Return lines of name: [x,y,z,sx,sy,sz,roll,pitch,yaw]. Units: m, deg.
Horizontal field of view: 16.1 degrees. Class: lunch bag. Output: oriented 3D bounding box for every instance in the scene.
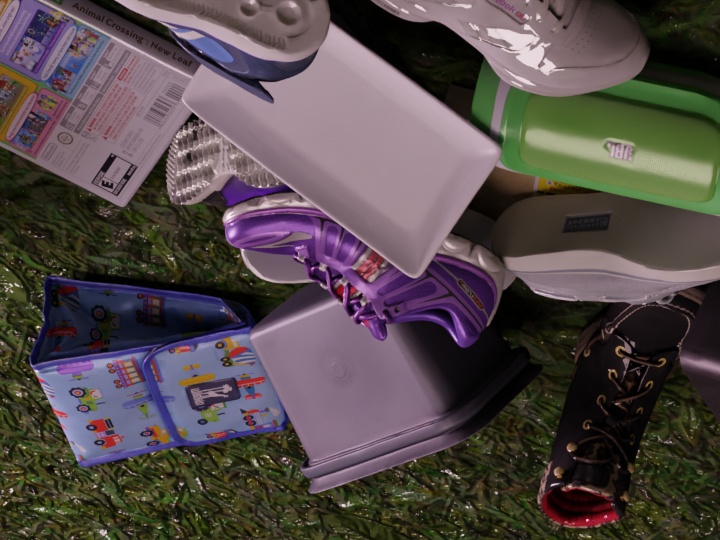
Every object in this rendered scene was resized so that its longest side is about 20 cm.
lunch bag: [-0.151,0.079,2.088,0.198,0.095,0.151,-3,142,11]

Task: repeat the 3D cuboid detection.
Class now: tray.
tray: [-0.011,-0.096,1.659,0.200,0.022,0.108,37,109,8]

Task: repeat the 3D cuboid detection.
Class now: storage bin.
storage bin: [0.021,0.061,1.924,0.199,0.145,0.135,-21,103,46]

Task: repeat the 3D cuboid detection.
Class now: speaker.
speaker: [0.174,-0.091,1.646,0.199,0.089,0.089,13,147,11]

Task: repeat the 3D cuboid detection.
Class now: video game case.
video game case: [-0.218,-0.135,1.845,0.181,0.022,0.200,27,148,-11]

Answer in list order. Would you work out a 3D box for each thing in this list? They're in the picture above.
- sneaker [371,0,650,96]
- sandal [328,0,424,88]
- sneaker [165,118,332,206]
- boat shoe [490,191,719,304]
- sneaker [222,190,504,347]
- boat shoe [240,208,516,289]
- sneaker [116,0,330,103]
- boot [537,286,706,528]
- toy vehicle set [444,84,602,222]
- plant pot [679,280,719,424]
sneaker: [0.091,-0.170,1.567,0.199,0.075,0.100,22,158,-8]
sandal: [-0.020,-0.139,1.714,0.200,0.043,0.076,37,143,-26]
sneaker: [-0.050,-0.081,1.781,0.099,0.070,0.200,7,173,-31]
boat shoe: [0.186,-0.013,1.728,0.200,0.070,0.072,1,149,36]
sneaker: [0.000,0.000,1.726,0.199,0.084,0.081,17,170,-7]
boat shoe: [0.014,-0.020,1.807,0.198,0.071,0.064,6,-172,-3]
sneaker: [-0.117,-0.179,1.585,0.199,0.081,0.146,28,170,-11]
boot: [0.187,0.095,1.835,0.073,0.151,0.200,21,157,-8]
toy vehicle set: [0.149,-0.056,1.764,0.199,0.027,0.125,16,147,6]
plant pot: [0.333,0.052,1.692,0.177,0.200,0.200,5,147,41]
